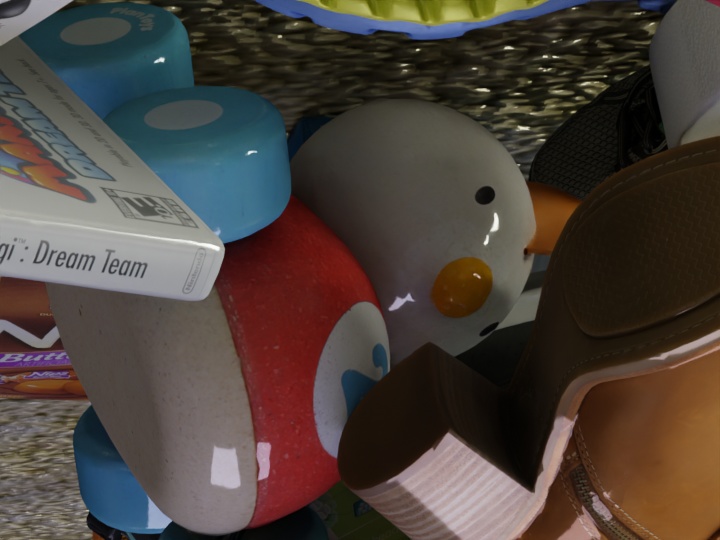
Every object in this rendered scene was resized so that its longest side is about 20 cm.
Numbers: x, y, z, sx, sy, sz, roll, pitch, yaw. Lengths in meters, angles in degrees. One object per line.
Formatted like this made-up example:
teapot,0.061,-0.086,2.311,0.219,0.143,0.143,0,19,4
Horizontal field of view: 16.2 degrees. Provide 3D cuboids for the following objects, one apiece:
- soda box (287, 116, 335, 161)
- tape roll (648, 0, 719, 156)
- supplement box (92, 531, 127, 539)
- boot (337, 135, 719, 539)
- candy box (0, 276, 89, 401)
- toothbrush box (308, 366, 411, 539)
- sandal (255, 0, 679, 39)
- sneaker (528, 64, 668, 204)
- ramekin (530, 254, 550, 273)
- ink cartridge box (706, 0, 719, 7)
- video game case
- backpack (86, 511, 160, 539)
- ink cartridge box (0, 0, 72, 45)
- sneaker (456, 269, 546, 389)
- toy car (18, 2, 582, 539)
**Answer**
soda box,-0.016,-0.002,1.091,0.067,0.065,0.200,0,162,-16
tape roll,0.186,-0.069,0.759,0.201,0.037,0.203,-10,163,-3
supplement box,-0.068,0.131,1.526,0.199,0.067,0.069,-16,157,31
boot,0.110,0.045,0.788,0.200,0.074,0.154,-33,130,33
candy box,-0.127,0.008,1.113,0.116,0.057,0.200,2,161,-20
toothbrush box,0.031,0.149,0.910,0.086,0.200,0.146,-28,124,14
sandal,0.055,-0.102,0.756,0.199,0.080,0.087,-2,167,-3
sneaker,0.131,-0.071,0.908,0.085,0.078,0.200,18,144,-39
ramekin,0.163,0.023,1.118,0.201,0.095,0.202,4,173,0
ink cartridge box,0.131,-0.151,0.480,0.199,0.149,0.085,-13,162,30
video game case,-0.158,-0.054,0.724,0.181,0.024,0.200,9,-157,-37
backpack,-0.016,0.111,1.281,0.153,0.176,0.200,-46,158,21
ink cartridge box,-0.117,-0.123,0.617,0.145,0.085,0.200,8,160,-37
sneaker,0.065,0.054,0.997,0.199,0.100,0.071,-14,-171,15
toy car,0.000,0.000,0.877,0.199,0.185,0.177,-16,-153,-18
